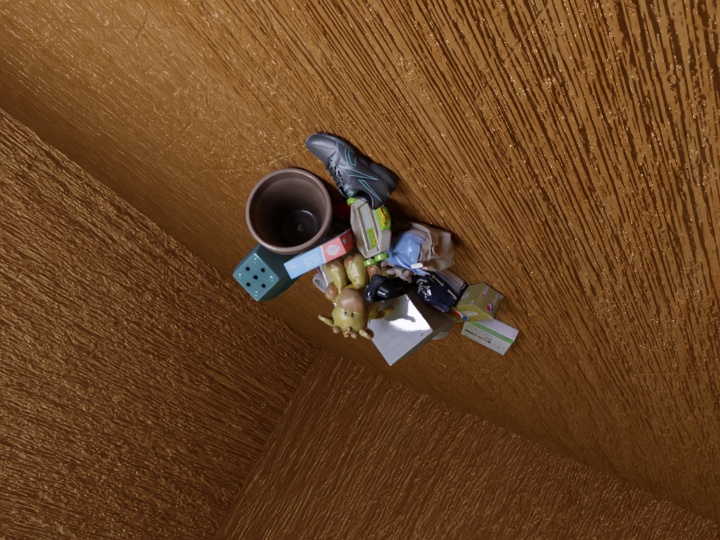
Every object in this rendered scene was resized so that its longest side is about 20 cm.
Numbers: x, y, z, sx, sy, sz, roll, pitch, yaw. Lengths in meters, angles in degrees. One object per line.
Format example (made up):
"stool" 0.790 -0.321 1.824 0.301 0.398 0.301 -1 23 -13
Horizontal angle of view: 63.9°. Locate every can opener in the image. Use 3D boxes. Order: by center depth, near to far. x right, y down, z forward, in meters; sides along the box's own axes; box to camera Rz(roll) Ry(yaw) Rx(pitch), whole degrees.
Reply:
"can opener" 0.076 0.041 1.305 0.078 0.064 0.200 35 -159 24

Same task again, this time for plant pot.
"plant pot" -0.157 -0.125 1.393 0.199 0.201 0.175 28 174 9
"plant pot" -0.229 -0.010 1.484 0.141 0.141 0.200 47 -159 -4

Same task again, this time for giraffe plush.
"giraffe plush" -0.018 0.077 1.337 0.172 0.162 0.201 -7 112 20

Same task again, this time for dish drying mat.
"dish drying mat" -0.010 -0.136 1.385 0.199 0.018 0.077 12 156 50

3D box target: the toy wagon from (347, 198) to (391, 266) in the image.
"toy wagon" 0.027 -0.096 1.240 0.200 0.039 0.156 158 97 -69

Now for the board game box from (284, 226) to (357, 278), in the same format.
"board game box" -0.078 -0.050 1.383 0.040 0.152 0.200 63 -160 -6

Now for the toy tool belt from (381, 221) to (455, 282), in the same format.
"toy tool belt" 0.101 -0.039 1.260 0.200 0.123 0.126 8 119 52

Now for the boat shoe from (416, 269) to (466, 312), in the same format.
"boat shoe" 0.162 0.023 1.426 0.199 0.093 0.075 32 165 -8

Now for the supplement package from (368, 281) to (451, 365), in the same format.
"supplement package" 0.099 0.108 1.487 0.200 0.152 0.150 54 -157 14

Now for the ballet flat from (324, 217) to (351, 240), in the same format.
"ballet flat" -0.020 -0.076 1.517 0.199 0.076 0.064 28 132 -12

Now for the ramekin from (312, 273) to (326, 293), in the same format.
"ramekin" -0.041 0.037 1.835 0.199 0.105 0.200 29 165 8

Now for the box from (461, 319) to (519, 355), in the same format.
"box" 0.366 0.177 1.655 0.144 0.036 0.200 27 166 13

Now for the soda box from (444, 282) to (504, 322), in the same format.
"soda box" 0.278 0.084 1.462 0.068 0.064 0.200 33 164 -9

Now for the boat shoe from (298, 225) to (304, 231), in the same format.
"boat shoe" -0.165 -0.148 1.559 0.074 0.062 0.200 13 147 11

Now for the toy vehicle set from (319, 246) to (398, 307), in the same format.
"toy vehicle set" 0.000 0.000 1.429 0.199 0.125 0.026 -23 174 26

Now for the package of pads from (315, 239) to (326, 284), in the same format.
"package of pads" -0.069 -0.016 1.569 0.200 0.075 0.121 55 151 23

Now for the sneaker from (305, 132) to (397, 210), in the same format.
"sneaker" -0.026 -0.193 1.117 0.199 0.079 0.075 31 165 1

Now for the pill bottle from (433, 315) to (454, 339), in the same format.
"pill bottle" 0.204 0.151 1.727 0.111 0.111 0.200 34 165 -14
